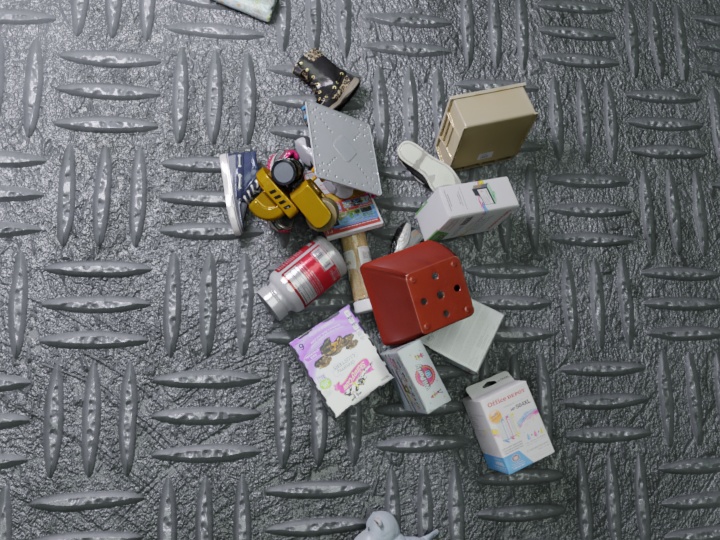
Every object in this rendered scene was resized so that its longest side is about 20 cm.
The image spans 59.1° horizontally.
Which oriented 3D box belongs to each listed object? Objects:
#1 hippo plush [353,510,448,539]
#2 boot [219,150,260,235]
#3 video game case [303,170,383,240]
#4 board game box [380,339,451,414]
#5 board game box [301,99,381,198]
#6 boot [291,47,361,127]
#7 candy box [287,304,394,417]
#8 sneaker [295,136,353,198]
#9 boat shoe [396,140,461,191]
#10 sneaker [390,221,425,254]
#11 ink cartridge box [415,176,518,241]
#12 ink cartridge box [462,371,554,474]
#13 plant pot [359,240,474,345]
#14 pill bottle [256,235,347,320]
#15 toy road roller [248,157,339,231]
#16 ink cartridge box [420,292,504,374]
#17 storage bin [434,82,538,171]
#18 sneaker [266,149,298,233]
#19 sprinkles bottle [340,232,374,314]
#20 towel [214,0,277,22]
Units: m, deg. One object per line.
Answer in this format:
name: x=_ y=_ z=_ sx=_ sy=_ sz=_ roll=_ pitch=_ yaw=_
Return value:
hippo plush: x=0.074 y=0.609 z=1.384 sx=0.161 sy=0.159 sz=0.200 roll=45 pitch=77 yaw=-1
boot: x=-0.273 y=-0.186 z=1.495 sx=0.089 sy=0.073 sz=0.202 roll=-10 pitch=82 yaw=-6
video game case: x=-0.045 y=-0.172 z=1.528 sx=0.142 sy=0.017 sz=0.201 roll=-15 pitch=62 yaw=-12
board game box: x=0.117 y=0.239 z=1.432 sx=0.064 sy=0.200 sz=0.149 roll=-26 pitch=87 yaw=-12
board game box: x=-0.044 y=-0.278 z=1.474 sx=0.199 sy=0.026 sz=0.202 roll=10 pitch=62 yaw=-42
boot: x=-0.108 y=-0.449 z=1.566 sx=0.150 sy=0.073 sz=0.200 roll=40 pitch=68 yaw=-2
candy box: x=-0.046 y=0.210 z=1.472 sx=0.167 sy=0.072 sz=0.201 roll=-32 pitch=87 yaw=-14
sneaker: x=-0.058 y=-0.268 z=1.528 sx=0.115 sy=0.075 sz=0.200 roll=-34 pitch=68 yaw=-21
boat shoe: x=0.172 y=-0.247 z=1.596 sx=0.199 sy=0.060 sz=0.074 roll=36 pitch=90 yaw=-1
sneaker: x=0.099 y=-0.016 z=1.539 sx=0.079 sy=0.074 sz=0.202 roll=26 pitch=77 yaw=-10
ink cartridge box: x=0.256 y=-0.147 z=1.533 sx=0.198 sy=0.145 sz=0.085 roll=-12 pitch=73 yaw=-23
ink cartridge box: x=0.339 y=0.351 z=1.494 sx=0.128 sy=0.125 sz=0.202 roll=-21 pitch=86 yaw=-13
plant pot: x=0.142 y=0.052 z=1.422 sx=0.198 sy=0.176 sz=0.202 roll=-20 pitch=97 yaw=-19
pill bottle: x=-0.137 y=0.021 z=1.466 sx=0.200 sy=0.112 sz=0.113 roll=-40 pitch=89 yaw=-14
toy road roller: x=-0.155 y=-0.149 z=1.417 sx=0.146 sy=0.123 sz=0.200 roll=-41 pitch=96 yaw=9
ink cartridge box: x=0.229 y=0.139 z=1.562 sx=0.199 sy=0.050 sz=0.163 roll=26 pitch=77 yaw=13
storage bin: x=0.306 y=-0.346 z=1.571 sx=0.198 sy=0.199 sz=0.094 roll=-14 pitch=66 yaw=-13
sneaker: x=-0.183 y=-0.189 z=1.499 sx=0.080 sy=0.074 sz=0.202 roll=4 pitch=80 yaw=-40
sprinkles bottle: x=0.000 y=0.000 z=1.518 sx=0.068 sy=0.068 sz=0.202 roll=-11 pitch=82 yaw=-12
towel: x=-0.280 y=-0.746 z=1.601 sx=0.170 sy=0.048 sz=0.202 roll=19 pitch=78 yaw=-6
